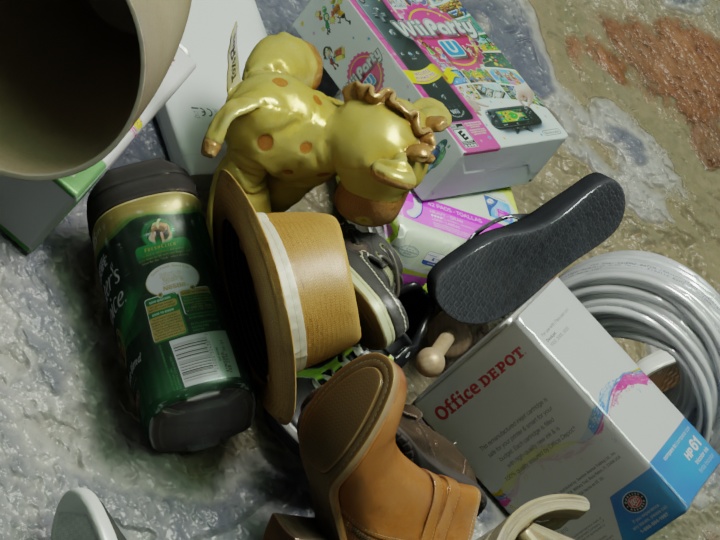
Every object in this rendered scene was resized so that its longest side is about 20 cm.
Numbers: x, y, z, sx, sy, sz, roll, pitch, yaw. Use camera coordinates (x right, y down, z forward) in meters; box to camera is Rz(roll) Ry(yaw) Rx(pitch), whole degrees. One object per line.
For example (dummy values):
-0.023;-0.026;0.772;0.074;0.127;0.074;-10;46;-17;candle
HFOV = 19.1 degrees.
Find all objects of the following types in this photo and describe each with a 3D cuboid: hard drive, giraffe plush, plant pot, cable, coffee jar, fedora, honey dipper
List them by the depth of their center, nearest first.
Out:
-0.196;-0.183;1.497;0.187;0.187;0.200;45;29;-2;plant pot
-0.048;0.013;1.521;0.082;0.201;0.201;-13;64;-12;fedora
-0.139;0.023;1.545;0.085;0.104;0.200;-13;64;-11;coffee jar
-0.019;-0.097;1.612;0.162;0.200;0.173;15;63;8;giraffe plush
0.065;0.057;1.669;0.038;0.038;0.200;48;9;1;honey dipper
0.224;0.081;1.737;0.200;0.200;0.069;41;37;1;cable
-0.120;-0.155;1.762;0.132;0.027;0.200;1;59;-39;hard drive

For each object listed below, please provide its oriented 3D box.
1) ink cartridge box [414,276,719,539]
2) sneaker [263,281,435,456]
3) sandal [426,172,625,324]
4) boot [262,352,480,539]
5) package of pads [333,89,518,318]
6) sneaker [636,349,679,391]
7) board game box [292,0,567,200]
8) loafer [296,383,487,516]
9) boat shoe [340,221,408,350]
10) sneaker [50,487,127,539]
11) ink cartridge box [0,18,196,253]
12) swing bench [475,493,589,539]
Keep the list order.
0.162;0.127;1.689;0.200;0.145;0.085;47;41;0;ink cartridge box
-0.004;0.064;1.646;0.072;0.083;0.200;44;41;-3;sneaker
0.129;-0.018;1.721;0.200;0.076;0.043;-27;38;-30;sandal
0.027;0.151;1.532;0.154;0.200;0.074;10;28;-33;boot
0.054;-0.066;1.795;0.154;0.068;0.200;17;41;-30;package of pads
0.304;0.083;1.920;0.200;0.073;0.085;-7;30;-35;sneaker
0.058;-0.159;1.787;0.147;0.064;0.200;-11;57;-49;board game box
0.016;0.133;1.607;0.200;0.073;0.071;40;22;-44;loafer
0.000;0.001;1.633;0.066;0.201;0.072;-23;112;-13;boat shoe
-0.135;0.234;1.418;0.099;0.071;0.200;-9;71;-46;sneaker
-0.236;-0.133;1.602;0.145;0.084;0.200;41;42;-6;ink cartridge box
0.116;0.266;1.501;0.200;0.199;0.130;37;42;-12;swing bench
